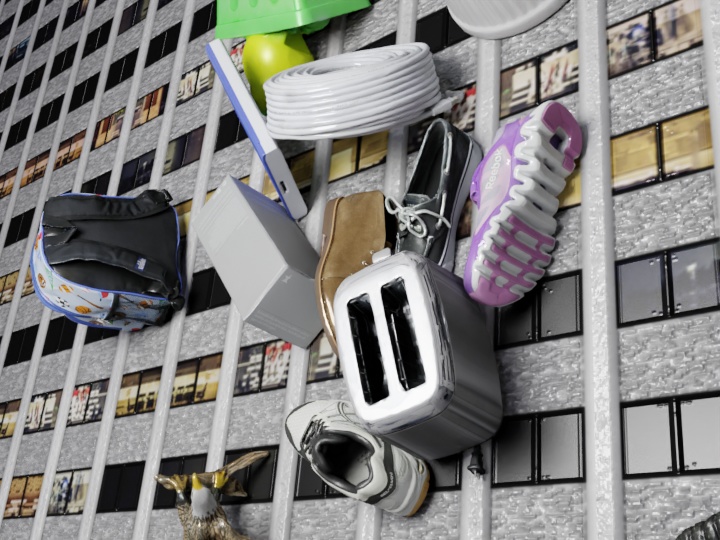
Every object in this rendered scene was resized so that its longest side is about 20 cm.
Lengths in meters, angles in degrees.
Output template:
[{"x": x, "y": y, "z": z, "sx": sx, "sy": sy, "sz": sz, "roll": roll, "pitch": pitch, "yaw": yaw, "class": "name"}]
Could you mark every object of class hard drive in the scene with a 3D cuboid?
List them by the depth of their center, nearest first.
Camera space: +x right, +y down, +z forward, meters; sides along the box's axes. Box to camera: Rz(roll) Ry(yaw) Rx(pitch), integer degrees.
[{"x": -0.128, "y": -0.173, "z": 1.080, "sx": 0.025, "sy": 0.133, "sz": 0.202, "roll": -27, "pitch": 58, "yaw": -3, "class": "hard drive"}]

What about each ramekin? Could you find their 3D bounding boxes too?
[{"x": 0.156, "y": -0.365, "z": 0.950, "sx": 0.200, "sy": 0.094, "sz": 0.206, "roll": -22, "pitch": 55, "yaw": 35, "class": "ramekin"}]

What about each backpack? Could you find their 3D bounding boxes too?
[{"x": -0.348, "y": -0.016, "z": 1.191, "sx": 0.154, "sy": 0.188, "sz": 0.203, "roll": -49, "pitch": 41, "yaw": 36, "class": "backpack"}]

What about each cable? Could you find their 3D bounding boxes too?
[{"x": -0.011, "y": -0.197, "z": 0.968, "sx": 0.198, "sy": 0.198, "sz": 0.071, "roll": 16, "pitch": 124, "yaw": 50, "class": "cable"}]

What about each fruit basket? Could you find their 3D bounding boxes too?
[{"x": -0.097, "y": -0.316, "z": 1.168, "sx": 0.214, "sy": 0.154, "sz": 0.219, "roll": 26, "pitch": 129, "yaw": 36, "class": "fruit basket"}]

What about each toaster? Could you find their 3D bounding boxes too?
[{"x": 0.050, "y": 0.081, "z": 0.779, "sx": 0.112, "sy": 0.129, "sz": 0.203, "roll": -23, "pitch": 60, "yaw": 23, "class": "toaster"}]

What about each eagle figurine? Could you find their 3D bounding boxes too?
[{"x": -0.146, "y": 0.270, "z": 0.871, "sx": 0.152, "sy": 0.151, "sz": 0.200, "roll": -43, "pitch": 37, "yaw": 4, "class": "eagle figurine"}]

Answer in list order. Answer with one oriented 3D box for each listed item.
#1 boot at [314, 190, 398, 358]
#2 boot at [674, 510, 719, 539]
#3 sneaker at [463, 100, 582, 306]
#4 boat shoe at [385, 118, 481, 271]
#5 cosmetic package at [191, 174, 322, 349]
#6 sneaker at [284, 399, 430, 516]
[{"x": 0.000, "y": 0.000, "z": 0.936, "sx": 0.074, "sy": 0.074, "sz": 0.204, "roll": -15, "pitch": 57, "yaw": 27, "class": "boot"}, {"x": 0.230, "y": 0.252, "z": 0.565, "sx": 0.209, "sy": 0.079, "sz": 0.160, "roll": -30, "pitch": 57, "yaw": 16, "class": "boot"}, {"x": 0.138, "y": -0.061, "z": 0.830, "sx": 0.088, "sy": 0.080, "sz": 0.203, "roll": 4, "pitch": 67, "yaw": 52, "class": "sneaker"}, {"x": 0.065, "y": -0.056, "z": 0.896, "sx": 0.073, "sy": 0.068, "sz": 0.203, "roll": 16, "pitch": 82, "yaw": 47, "class": "boat shoe"}, {"x": -0.109, "y": -0.013, "z": 1.019, "sx": 0.090, "sy": 0.106, "sz": 0.201, "roll": -47, "pitch": 42, "yaw": 14, "class": "cosmetic package"}, {"x": -0.022, "y": 0.167, "z": 0.853, "sx": 0.198, "sy": 0.087, "sz": 0.077, "roll": 16, "pitch": 82, "yaw": 49, "class": "sneaker"}]
